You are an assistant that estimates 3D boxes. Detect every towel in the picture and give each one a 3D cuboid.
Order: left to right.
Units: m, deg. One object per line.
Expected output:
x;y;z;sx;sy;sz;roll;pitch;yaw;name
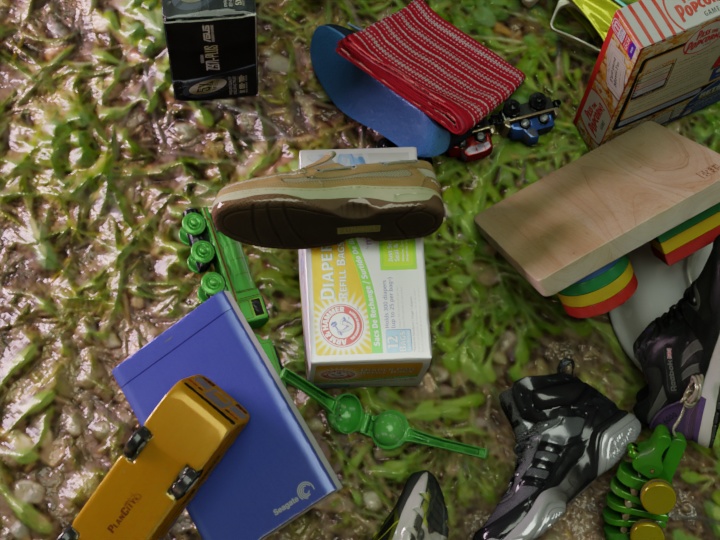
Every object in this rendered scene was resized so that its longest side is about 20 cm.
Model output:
0.072;-0.198;1.222;0.144;0.023;0.200;36;31;7;towel

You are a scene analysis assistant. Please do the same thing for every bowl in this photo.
0.337;0.015;1.206;0.199;0.090;0.203;1;72;-3;bowl

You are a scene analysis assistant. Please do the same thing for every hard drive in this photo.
-0.120;0.138;1.137;0.131;0.025;0.201;-35;77;14;hard drive

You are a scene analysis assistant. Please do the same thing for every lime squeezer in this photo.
0.015;0.130;1.157;0.199;0.071;0.038;23;54;-10;lime squeezer

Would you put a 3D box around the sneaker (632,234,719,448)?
0.283;0.059;1.129;0.087;0.076;0.202;13;115;20;sneaker

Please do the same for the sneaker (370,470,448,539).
0.012;0.257;1.112;0.084;0.075;0.201;3;52;30;sneaker

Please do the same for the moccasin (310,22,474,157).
0.028;-0.170;1.244;0.068;0.081;0.200;-19;53;-37;moccasin

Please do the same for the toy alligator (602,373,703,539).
0.248;0.177;1.128;0.054;0.059;0.202;11;109;3;toy alligator

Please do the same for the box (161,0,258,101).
-0.147;-0.287;1.225;0.085;0.164;0.202;-5;73;-6;box

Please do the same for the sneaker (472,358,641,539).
0.149;0.166;1.154;0.200;0.076;0.114;-38;78;-20;sneaker

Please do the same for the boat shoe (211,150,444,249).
-0.030;-0.066;1.115;0.198;0.072;0.077;0;58;-10;boat shoe

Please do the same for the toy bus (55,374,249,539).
-0.181;0.187;1.096;0.065;0.078;0.201;37;98;7;toy bus

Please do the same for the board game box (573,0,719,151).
0.292;-0.197;1.209;0.150;0.200;0.047;-24;71;-12;board game box

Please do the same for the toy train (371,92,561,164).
0.107;-0.129;1.262;0.198;0.034;0.046;-17;78;-9;toy train

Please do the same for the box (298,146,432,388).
0.000;0.000;1.178;0.111;0.101;0.202;-3;73;-5;box

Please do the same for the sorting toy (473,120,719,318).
0.226;-0.041;1.168;0.198;0.200;0.070;-29;111;-1;sorting toy

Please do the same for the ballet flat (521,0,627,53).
0.202;-0.281;1.306;0.200;0.067;0.067;43;95;7;ballet flat

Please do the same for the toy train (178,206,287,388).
-0.117;0.030;1.194;0.056;0.042;0.202;-14;74;-19;toy train
